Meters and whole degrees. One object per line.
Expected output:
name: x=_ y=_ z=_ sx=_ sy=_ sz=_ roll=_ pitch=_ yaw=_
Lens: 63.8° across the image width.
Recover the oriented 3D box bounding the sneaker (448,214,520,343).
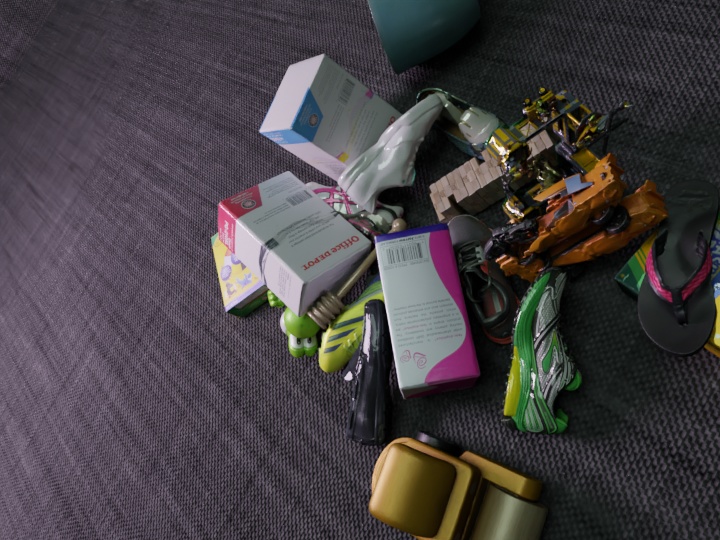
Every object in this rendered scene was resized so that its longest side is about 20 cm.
sneaker: x=0.162 y=-0.003 z=0.780 sx=0.077 sy=0.082 sz=0.202 roll=-32 pitch=56 yaw=19

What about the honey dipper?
honey dipper: x=0.000 y=0.000 z=0.854 sx=0.200 sy=0.038 sz=0.038 roll=-49 pitch=51 yaw=-5

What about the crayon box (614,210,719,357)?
crayon box: x=0.400 y=0.022 z=0.624 sx=0.126 sy=0.051 sz=0.200 roll=-51 pitch=52 yaw=6

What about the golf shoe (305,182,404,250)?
golf shoe: x=-0.015 y=-0.106 z=0.960 sx=0.199 sy=0.073 sz=0.092 roll=31 pitch=73 yaw=31

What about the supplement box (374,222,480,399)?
supplement box: x=0.085 y=0.056 z=0.763 sx=0.100 sy=0.104 sz=0.203 roll=-10 pitch=69 yaw=3

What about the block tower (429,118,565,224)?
block tower: x=0.192 y=-0.137 z=0.825 sx=0.199 sy=0.054 sz=0.058 roll=-33 pitch=56 yaw=25

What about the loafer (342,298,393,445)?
loafer: x=0.008 y=0.141 z=0.809 sx=0.069 sy=0.068 sz=0.204 roll=1 pitch=88 yaw=16

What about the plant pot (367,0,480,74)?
plant pot: x=0.104 y=-0.447 z=0.944 sx=0.159 sy=0.201 sz=0.203 roll=-15 pitch=62 yaw=15

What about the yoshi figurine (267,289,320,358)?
yoshi figurine: x=-0.097 y=0.035 z=0.931 sx=0.111 sy=0.112 sz=0.202 roll=-22 pitch=62 yaw=18

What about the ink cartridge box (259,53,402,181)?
ink cartridge box: x=-0.038 y=-0.234 z=0.956 sx=0.125 sy=0.199 sz=0.130 roll=15 pitch=78 yaw=55

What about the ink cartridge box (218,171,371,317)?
ink cartridge box: x=-0.103 y=-0.046 z=0.896 sx=0.200 sy=0.085 sz=0.144 roll=41 pitch=51 yaw=22

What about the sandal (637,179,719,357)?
sandal: x=0.339 y=-0.010 z=0.617 sx=0.074 sy=0.045 sz=0.203 roll=4 pitch=73 yaw=36

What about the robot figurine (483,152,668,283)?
robot figurine: x=0.244 y=-0.048 z=0.687 sx=0.200 sy=0.144 sz=0.059 roll=-36 pitch=39 yaw=47

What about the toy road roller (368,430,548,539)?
toy road roller: x=0.099 y=0.268 z=0.668 sx=0.198 sy=0.146 sz=0.124 roll=15 pitch=79 yaw=38

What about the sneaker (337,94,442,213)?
sneaker: x=0.063 y=-0.174 z=0.884 sx=0.200 sy=0.075 sz=0.089 roll=-44 pitch=91 yaw=8

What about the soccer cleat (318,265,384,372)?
soccer cleat: x=0.011 y=0.080 z=0.861 sx=0.201 sy=0.065 sz=0.084 roll=-52 pitch=54 yaw=5

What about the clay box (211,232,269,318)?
clay box: x=-0.213 y=-0.028 z=1.073 sx=0.114 sy=0.047 sz=0.202 roll=-34 pitch=56 yaw=19

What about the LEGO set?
LEGO set: x=0.248 y=-0.112 z=0.710 sx=0.152 sy=0.201 sz=0.116 roll=-29 pitch=54 yaw=-4

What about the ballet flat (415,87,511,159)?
ballet flat: x=0.156 y=-0.229 z=0.889 sx=0.199 sy=0.074 sz=0.075 roll=36 pitch=93 yaw=39

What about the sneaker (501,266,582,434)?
sneaker: x=0.226 y=0.096 z=0.695 sx=0.084 sy=0.078 sz=0.203 roll=8 pitch=95 yaw=25
